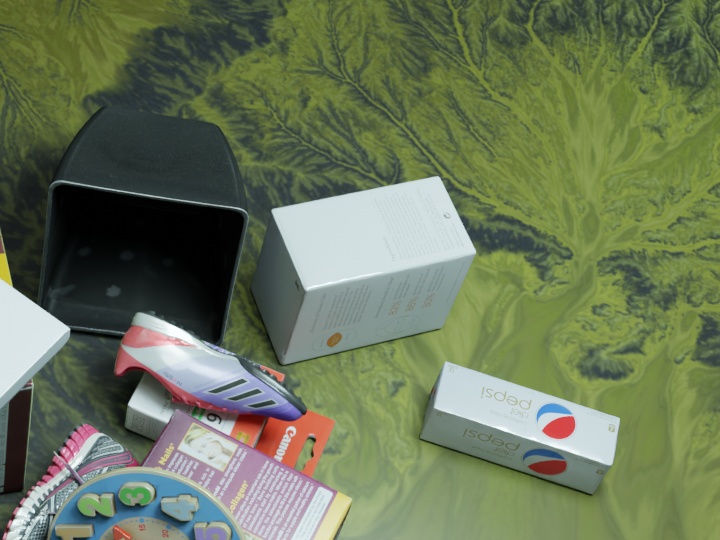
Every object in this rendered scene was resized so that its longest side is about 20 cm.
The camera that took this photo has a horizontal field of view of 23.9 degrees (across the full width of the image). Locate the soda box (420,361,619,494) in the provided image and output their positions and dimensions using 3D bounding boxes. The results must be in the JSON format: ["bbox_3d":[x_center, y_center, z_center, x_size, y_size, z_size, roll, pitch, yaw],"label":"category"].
[{"bbox_3d":[0.169,0.168,1.801,0.199,0.068,0.064,18,53,-2],"label":"soda box"}]

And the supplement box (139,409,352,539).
[{"bbox_3d":[-0.128,0.249,1.647,0.199,0.103,0.131,27,53,5],"label":"supplement box"}]

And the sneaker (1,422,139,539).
[{"bbox_3d":[-0.286,0.235,1.632,0.074,0.081,0.200,29,53,4],"label":"sneaker"}]

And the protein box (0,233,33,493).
[{"bbox_3d":[-0.401,0.089,1.629,0.134,0.200,0.199,-7,58,-19],"label":"protein box"}]

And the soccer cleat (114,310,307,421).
[{"bbox_3d":[-0.151,0.114,1.708,0.199,0.068,0.073,27,77,0],"label":"soccer cleat"}]

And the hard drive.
[{"bbox_3d":[-0.380,0.043,1.525,0.200,0.026,0.132,34,55,10],"label":"hard drive"}]

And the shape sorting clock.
[{"bbox_3d":[-0.196,0.276,1.567,0.199,0.201,0.039,26,22,5],"label":"shape sorting clock"}]

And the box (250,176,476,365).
[{"bbox_3d":[0.000,0.000,1.824,0.199,0.153,0.107,-11,60,-22],"label":"box"}]

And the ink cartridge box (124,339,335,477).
[{"bbox_3d":[-0.131,0.147,1.751,0.199,0.050,0.109,22,53,3],"label":"ink cartridge box"}]

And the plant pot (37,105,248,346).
[{"bbox_3d":[-0.226,-0.059,1.797,0.198,0.201,0.178,9,41,-8],"label":"plant pot"}]
